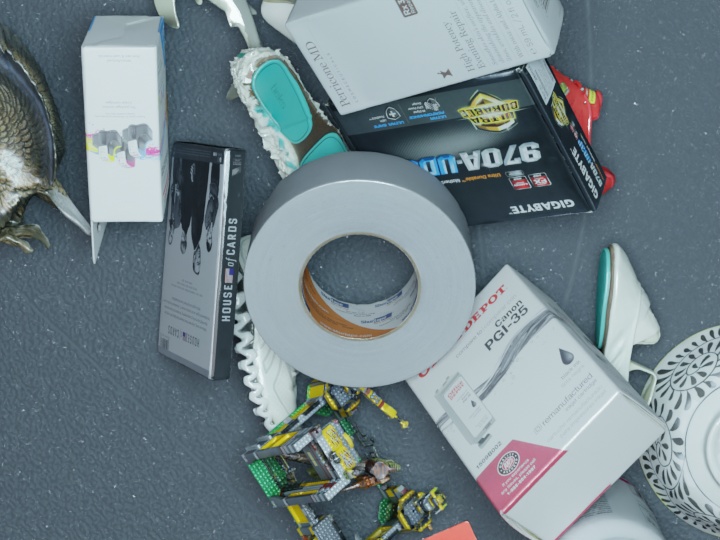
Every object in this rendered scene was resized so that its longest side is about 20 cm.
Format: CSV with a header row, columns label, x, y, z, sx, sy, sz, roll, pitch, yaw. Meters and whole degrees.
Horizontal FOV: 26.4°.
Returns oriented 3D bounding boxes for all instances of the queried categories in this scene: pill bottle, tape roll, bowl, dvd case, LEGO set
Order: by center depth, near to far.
label,x,y,z,sx,sy,sz,roll,pitch,yaw
pill bottle,0.211,0.254,1.325,0.112,0.200,0.114,0,99,1
tape roll,0.000,0.000,1.336,0.199,0.066,0.202,1,117,2
bowl,0.345,0.150,1.360,0.199,0.094,0.202,0,93,8
LEGO set,0.000,0.184,1.361,0.153,0.116,0.201,-27,94,-34
dvd case,-0.144,-0.013,1.389,0.025,0.150,0.202,2,96,-25

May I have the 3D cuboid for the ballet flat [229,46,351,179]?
label,x,y,z,sx,sy,sz,roll,pitch,yaw
ballet flat,-0.059,-0.122,1.393,0.071,0.072,0.201,-22,123,8

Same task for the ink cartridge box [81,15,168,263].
label,x,y,z,sx,sy,sz,roll,pitch,yaw
ink cartridge box,-0.208,-0.118,1.383,0.067,0.115,0.201,0,113,-3

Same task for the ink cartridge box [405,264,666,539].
label,x,y,z,sx,sy,sz,roll,pitch,yaw
ink cartridge box,0.144,0.113,1.328,0.147,0.200,0.083,-47,130,8

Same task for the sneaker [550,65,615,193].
label,x,y,z,sx,sy,sz,roll,pitch,yaw
sneaker,0.172,-0.153,1.376,0.084,0.077,0.201,-22,102,3

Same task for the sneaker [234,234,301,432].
label,x,y,z,sx,sy,sz,roll,pitch,yaw
sneaker,-0.079,0.061,1.423,0.080,0.075,0.201,-15,94,-2

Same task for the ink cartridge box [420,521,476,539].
label,x,y,z,sx,sy,sz,roll,pitch,yaw
ink cartridge box,0.039,0.348,1.438,0.199,0.057,0.163,-24,91,13

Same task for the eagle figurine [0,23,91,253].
label,x,y,z,sx,sy,sz,roll,pitch,yaw
eagle figurine,-0.317,-0.121,1.387,0.151,0.151,0.202,17,101,33

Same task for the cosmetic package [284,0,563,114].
label,x,y,z,sx,sy,sz,roll,pitch,yaw
cosmetic package,0.051,-0.203,1.230,0.199,0.074,0.102,-14,127,30

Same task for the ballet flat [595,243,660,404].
label,x,y,z,sx,sy,sz,roll,pitch,yaw
ballet flat,0.236,0.075,1.385,0.069,0.069,0.202,7,102,7

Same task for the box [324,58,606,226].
label,x,y,z,sx,sy,sz,roll,pitch,yaw
box,0.090,-0.111,1.317,0.199,0.046,0.159,-5,132,35

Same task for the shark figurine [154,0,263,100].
label,x,y,z,sx,sy,sz,roll,pitch,yaw
shark figurine,-0.134,-0.264,1.403,0.214,0.089,0.128,39,132,11

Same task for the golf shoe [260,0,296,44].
label,x,y,z,sx,sy,sz,roll,pitch,yaw
golf shoe,-0.011,-0.184,1.391,0.199,0.073,0.092,31,99,4
